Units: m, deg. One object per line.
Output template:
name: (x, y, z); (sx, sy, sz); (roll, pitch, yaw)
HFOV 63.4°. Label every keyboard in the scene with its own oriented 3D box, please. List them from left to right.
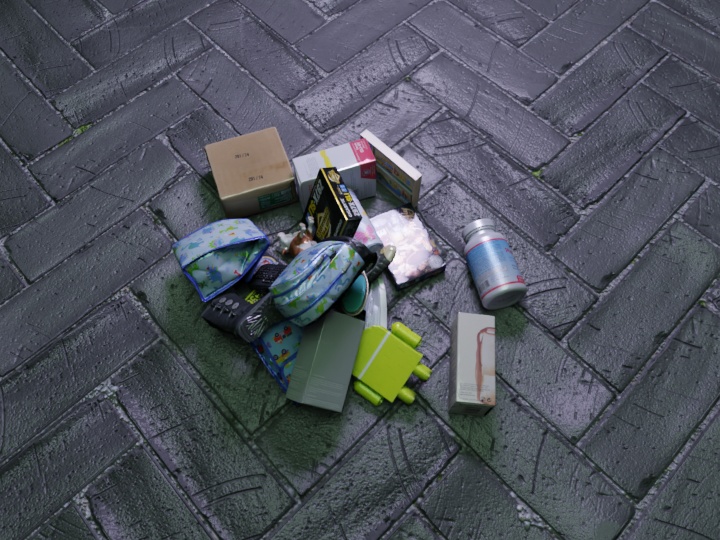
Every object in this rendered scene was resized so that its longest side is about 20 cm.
keyboard: (-0.172, 0.019, 1.312); (0.198, 0.040, 0.105); (3, 50, 31)

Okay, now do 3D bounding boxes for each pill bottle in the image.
pill bottle: (0.312, -0.018, 1.389); (0.107, 0.109, 0.202); (-13, 64, -6)

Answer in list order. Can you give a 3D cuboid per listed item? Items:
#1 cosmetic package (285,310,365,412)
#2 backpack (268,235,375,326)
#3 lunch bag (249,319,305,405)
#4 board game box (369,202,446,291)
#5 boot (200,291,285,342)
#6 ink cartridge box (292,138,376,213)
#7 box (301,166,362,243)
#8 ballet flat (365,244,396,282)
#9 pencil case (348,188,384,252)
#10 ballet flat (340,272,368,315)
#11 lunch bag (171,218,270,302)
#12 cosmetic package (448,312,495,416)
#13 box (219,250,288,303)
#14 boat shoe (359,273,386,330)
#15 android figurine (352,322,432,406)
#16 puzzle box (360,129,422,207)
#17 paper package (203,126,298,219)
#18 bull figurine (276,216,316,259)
cosmetic package: (-0.074, 0.187, 1.233); (0.106, 0.090, 0.202); (23, 75, -31)
backpack: (-0.089, 0.021, 1.179); (0.153, 0.162, 0.201); (38, 66, -27)
lunch bag: (-0.131, 0.184, 1.290); (0.150, 0.094, 0.201); (-36, 96, -27)
board game box: (0.109, -0.062, 1.454); (0.134, 0.035, 0.201); (-22, 65, -11)
boot: (-0.241, 0.078, 1.271); (0.164, 0.199, 0.066); (-34, 112, -28)
ink cartridge box: (-0.065, -0.236, 1.481); (0.198, 0.146, 0.084); (-18, 63, -9)
box: (-0.074, -0.121, 1.391); (0.049, 0.201, 0.161); (-10, 60, -27)
ballet flat: (0.000, 0.000, 1.362); (0.199, 0.057, 0.067); (-35, 27, 16)
pencil case: (-0.018, -0.108, 1.436); (0.090, 0.083, 0.201); (-32, 63, 9)
ballet flat: (-0.012, 0.022, 1.297); (0.069, 0.070, 0.202); (-4, 56, -2)
lunch bag: (-0.320, -0.042, 1.363); (0.199, 0.128, 0.170); (-35, 33, -11)
cosmetic package: (0.244, 0.206, 1.279); (0.086, 0.104, 0.202); (5, 65, 1)
box: (-0.231, 0.068, 1.383); (0.160, 0.044, 0.200); (36, 68, 16)
boat shoe: (0.023, 0.090, 1.355); (0.071, 0.070, 0.203); (1, 66, -6)
android figurine: (0.053, 0.201, 1.278); (0.199, 0.041, 0.183); (32, 93, 10)
puzzle box: (0.075, -0.258, 1.499); (0.025, 0.133, 0.200); (-40, 69, -19)
paper package: (-0.283, -0.251, 1.514); (0.198, 0.104, 0.192); (-18, 66, -10)
bull figurine: (-0.128, -0.048, 1.388); (0.065, 0.122, 0.200); (-15, 50, -37)
